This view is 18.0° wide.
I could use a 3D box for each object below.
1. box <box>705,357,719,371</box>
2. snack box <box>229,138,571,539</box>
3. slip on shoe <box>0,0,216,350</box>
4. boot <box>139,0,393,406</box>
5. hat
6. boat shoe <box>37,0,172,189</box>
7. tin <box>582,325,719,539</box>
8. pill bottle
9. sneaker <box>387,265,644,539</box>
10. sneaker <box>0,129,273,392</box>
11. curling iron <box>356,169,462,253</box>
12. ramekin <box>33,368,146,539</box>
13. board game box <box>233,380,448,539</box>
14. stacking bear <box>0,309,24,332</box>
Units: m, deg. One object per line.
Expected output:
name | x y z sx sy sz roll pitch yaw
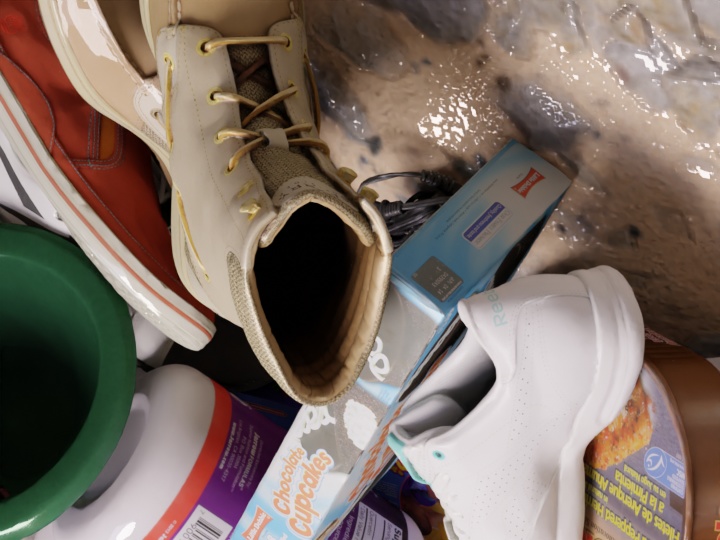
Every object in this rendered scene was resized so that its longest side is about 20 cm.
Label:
box | 0.158 0.142 1.013 0.060 0.117 0.201 -5 140 -15
snack box | 0.015 0.043 1.005 0.037 0.116 0.200 37 135 9
slip on shoe | -0.123 -0.051 1.062 0.201 0.061 0.074 56 174 10
boot | -0.039 -0.059 0.912 0.155 0.072 0.202 -135 42 -66
hat | -0.172 0.082 1.174 0.199 0.166 0.176 19 166 26
boat shoe | -0.072 -0.085 1.021 0.064 0.072 0.200 0 142 37
tin | 0.107 0.078 0.976 0.200 0.042 0.113 -145 60 -65
pill bottle | -0.046 0.141 1.121 0.200 0.113 0.112 36 149 -22
sneaker | 0.050 0.082 0.954 0.075 0.088 0.201 -120 34 -49
sneaker | -0.113 -0.018 1.127 0.199 0.074 0.089 36 145 8
curling iron | 0.000 0.000 1.082 0.049 0.026 0.200 5 157 -16
ramekin | -0.121 0.160 1.249 0.094 0.203 0.203 21 145 4
board game box | 0.042 0.114 1.168 0.199 0.045 0.135 13 139 32
stacking bear | -0.188 0.042 1.245 0.113 0.121 0.201 35 139 16
